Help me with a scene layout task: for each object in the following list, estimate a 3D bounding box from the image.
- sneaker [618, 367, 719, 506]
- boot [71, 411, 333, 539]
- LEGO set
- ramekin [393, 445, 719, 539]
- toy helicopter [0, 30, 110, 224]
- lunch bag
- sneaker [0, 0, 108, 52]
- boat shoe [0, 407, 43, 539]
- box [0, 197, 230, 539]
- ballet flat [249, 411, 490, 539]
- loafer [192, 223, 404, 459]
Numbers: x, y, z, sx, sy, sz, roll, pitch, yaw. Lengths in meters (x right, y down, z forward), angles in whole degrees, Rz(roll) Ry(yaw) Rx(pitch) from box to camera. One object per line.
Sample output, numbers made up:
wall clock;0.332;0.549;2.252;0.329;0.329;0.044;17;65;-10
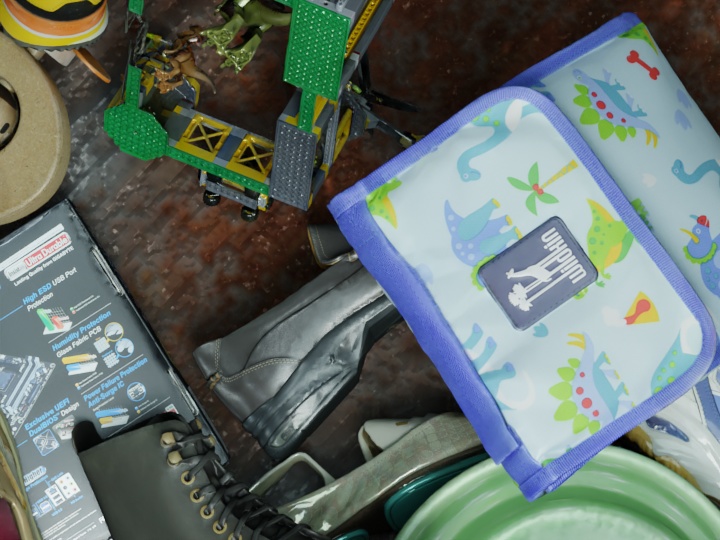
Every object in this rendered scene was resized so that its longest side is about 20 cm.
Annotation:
sneaker;0.220;0.103;1.484;0.200;0.075;0.088;41;85;-4
boot;-0.051;0.121;1.372;0.199;0.077;0.139;-17;95;33
LEGO set;-0.045;-0.133;1.426;0.153;0.201;0.116;17;51;15
ramekin;0.106;0.189;1.430;0.198;0.098;0.202;-2;80;9
toy helicopter;-0.201;-0.120;1.444;0.132;0.079;0.201;-26;76;12
lunch bag;0.097;-0.005;1.372;0.199;0.127;0.171;-31;82;-38
sneaker;-0.167;-0.206;1.410;0.070;0.090;0.201;-13;57;-24
boat shoe;-0.195;0.110;1.400;0.074;0.066;0.201;-29;90;-4
box;-0.189;0.083;1.459;0.199;0.046;0.160;-33;92;-5
ballet flat;-0.002;0.109;1.470;0.199;0.068;0.063;-28;69;-7
loafer;0.000;0.000;1.466;0.072;0.073;0.200;42;78;5
